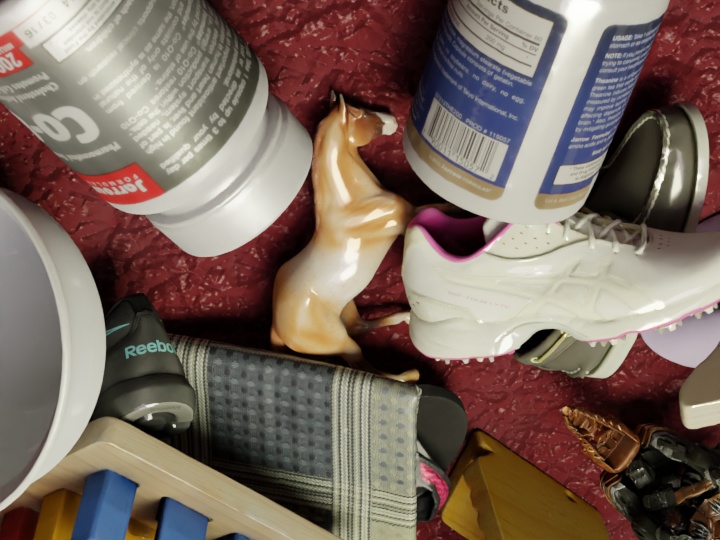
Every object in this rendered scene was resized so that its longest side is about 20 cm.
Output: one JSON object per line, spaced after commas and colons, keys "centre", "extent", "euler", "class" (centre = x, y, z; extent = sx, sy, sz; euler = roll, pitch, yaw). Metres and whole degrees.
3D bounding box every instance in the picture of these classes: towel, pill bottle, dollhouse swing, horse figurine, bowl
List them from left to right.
{"centre": [-0.209, 0.038, 1.184], "extent": [0.090, 0.201, 0.201], "euler": [-5, 139, -55], "class": "bowl"}
{"centre": [-0.121, -0.102, 1.112], "extent": [0.114, 0.114, 0.200], "euler": [-34, 126, 14], "class": "pill bottle"}
{"centre": [-0.054, 0.130, 1.316], "extent": [0.192, 0.035, 0.200], "euler": [10, 124, 12], "class": "towel"}
{"centre": [0.000, 0.000, 1.259], "extent": [0.132, 0.050, 0.200], "euler": [15, 120, -29], "class": "horse figurine"}
{"centre": [0.086, 0.254, 1.377], "extent": [0.176, 0.200, 0.182], "euler": [-41, 124, 20], "class": "dollhouse swing"}
{"centre": [0.101, -0.133, 1.137], "extent": [0.111, 0.111, 0.200], "euler": [8, 125, -17], "class": "pill bottle"}

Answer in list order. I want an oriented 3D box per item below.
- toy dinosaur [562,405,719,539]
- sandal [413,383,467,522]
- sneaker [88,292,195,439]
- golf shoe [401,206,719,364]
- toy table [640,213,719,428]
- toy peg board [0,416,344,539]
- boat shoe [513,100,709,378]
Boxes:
{"centre": [0.193, 0.143, 1.357], "extent": [0.200, 0.136, 0.102], "euler": [11, 106, -33], "class": "toy dinosaur"}
{"centre": [0.024, 0.146, 1.360], "extent": [0.075, 0.045, 0.200], "euler": [-1, 136, -18], "class": "sandal"}
{"centre": [-0.158, 0.082, 1.270], "extent": [0.075, 0.079, 0.200], "euler": [-1, 157, -36], "class": "sneaker"}
{"centre": [0.116, -0.006, 1.198], "extent": [0.200, 0.075, 0.092], "euler": [-10, 112, 13], "class": "golf shoe"}
{"centre": [0.277, 0.032, 1.301], "extent": [0.200, 0.117, 0.184], "euler": [-22, 128, 7], "class": "toy table"}
{"centre": [-0.137, 0.195, 1.259], "extent": [0.200, 0.098, 0.199], "euler": [31, 142, -30], "class": "toy peg board"}
{"centre": [0.147, -0.016, 1.264], "extent": [0.060, 0.072, 0.202], "euler": [4, 130, -21], "class": "boat shoe"}
